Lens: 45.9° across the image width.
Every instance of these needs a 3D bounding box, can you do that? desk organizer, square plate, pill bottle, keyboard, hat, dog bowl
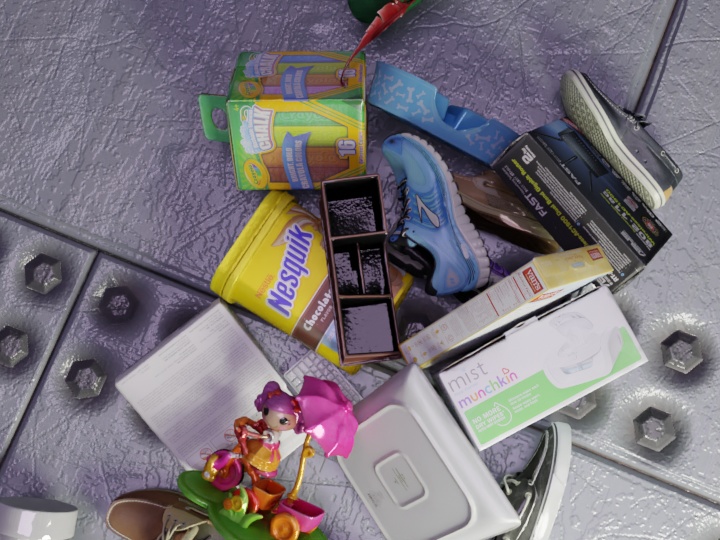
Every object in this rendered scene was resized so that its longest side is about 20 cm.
[{"bbox_3d":[0.000,0.000,0.939,0.072,0.077,0.200,-7,79,-4],"label":"desk organizer"},{"bbox_3d":[0.052,0.228,0.941,0.028,0.198,0.200,-24,77,-46],"label":"square plate"},{"bbox_3d":[-0.389,0.367,0.965,0.109,0.110,0.200,9,82,4],"label":"pill bottle"},{"bbox_3d":[-0.009,0.184,1.026,0.056,0.011,0.200,-41,81,-4],"label":"keyboard"},{"bbox_3d":[0.022,-0.307,1.042,0.166,0.200,0.176,23,107,47],"label":"hat"},{"bbox_3d":[0.097,-0.182,1.015,0.200,0.111,0.050,24,98,-16],"label":"dog bowl"}]

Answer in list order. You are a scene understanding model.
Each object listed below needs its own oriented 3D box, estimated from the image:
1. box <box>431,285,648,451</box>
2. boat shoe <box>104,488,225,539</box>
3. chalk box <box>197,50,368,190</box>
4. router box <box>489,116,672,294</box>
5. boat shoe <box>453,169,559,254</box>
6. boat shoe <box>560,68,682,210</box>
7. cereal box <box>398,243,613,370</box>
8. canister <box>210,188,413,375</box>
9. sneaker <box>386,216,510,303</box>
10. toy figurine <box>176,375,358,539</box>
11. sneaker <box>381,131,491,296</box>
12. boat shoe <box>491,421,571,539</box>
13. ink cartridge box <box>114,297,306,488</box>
[{"bbox_3d":[0.188,0.107,0.944,0.200,0.176,0.097,-27,82,-2],"label":"box"},{"bbox_3d":[-0.199,0.305,0.984,0.200,0.074,0.076,14,82,5],"label":"boat shoe"},{"bbox_3d":[-0.092,-0.178,1.006,0.200,0.125,0.124,-1,41,2],"label":"chalk box"},{"bbox_3d":[0.259,-0.080,0.981,0.200,0.150,0.062,50,124,7],"label":"router box"},{"bbox_3d":[0.156,-0.087,1.035,0.200,0.071,0.065,25,77,-2],"label":"boat shoe"},{"bbox_3d":[0.317,-0.167,1.036,0.062,0.075,0.200,-37,86,-8],"label":"boat shoe"},{"bbox_3d":[0.154,0.039,0.907,0.200,0.144,0.040,-37,73,38],"label":"cereal box"},{"bbox_3d":[-0.055,0.015,1.017,0.200,0.087,0.149,32,82,5],"label":"canister"},{"bbox_3d":[0.132,-0.015,1.020,0.200,0.081,0.083,29,61,-1],"label":"sneaker"},{"bbox_3d":[-0.086,0.198,0.945,0.200,0.150,0.184,26,96,20],"label":"toy figurine"},{"bbox_3d":[0.067,-0.062,0.946,0.090,0.078,0.200,-23,77,-9],"label":"sneaker"},{"bbox_3d":[0.189,0.266,0.974,0.064,0.071,0.200,18,84,4],"label":"boat shoe"},{"bbox_3d":[-0.171,0.159,1.027,0.161,0.050,0.200,-38,101,-1],"label":"ink cartridge box"}]
